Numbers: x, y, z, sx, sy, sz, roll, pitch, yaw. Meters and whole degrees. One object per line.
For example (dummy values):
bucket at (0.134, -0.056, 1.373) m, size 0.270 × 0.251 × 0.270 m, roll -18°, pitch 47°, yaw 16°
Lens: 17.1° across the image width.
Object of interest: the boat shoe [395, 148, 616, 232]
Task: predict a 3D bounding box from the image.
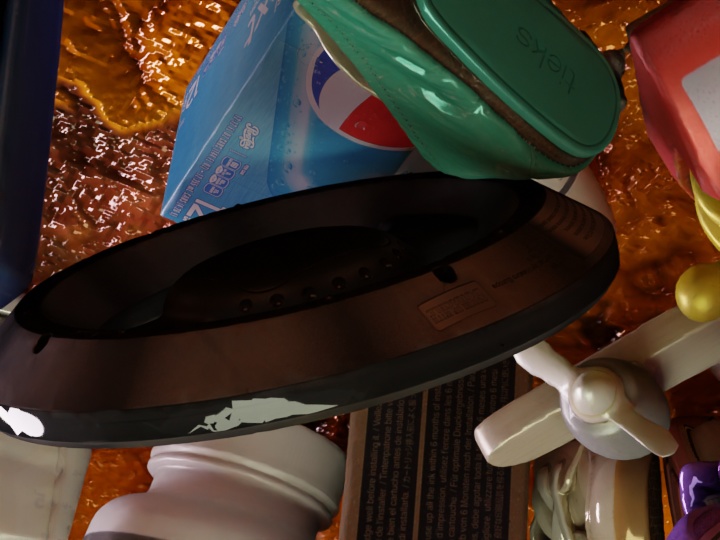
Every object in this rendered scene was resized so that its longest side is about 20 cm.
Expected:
boat shoe at (0.000, 0.000, 0.897) m, size 0.200 × 0.072 × 0.066 m, roll -24°, pitch 126°, yaw 20°

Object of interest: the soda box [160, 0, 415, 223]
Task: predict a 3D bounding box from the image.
soda box at (0.003, -0.087, 0.793) m, size 0.064 × 0.068 × 0.200 m, roll 22°, pitch 137°, yaw -15°

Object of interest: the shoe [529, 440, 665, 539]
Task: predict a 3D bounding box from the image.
shoe at (0.092, 0.103, 0.939) m, size 0.053 × 0.070 × 0.200 m, roll -6°, pitch 170°, yaw 4°

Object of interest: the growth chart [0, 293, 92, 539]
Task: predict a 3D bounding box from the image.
growth chart at (-0.176, 0.093, 0.952) m, size 0.145 × 0.200 × 0.018 m, roll 19°, pitch 171°, yaw -2°

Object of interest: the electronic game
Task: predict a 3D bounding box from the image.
electronic game at (-0.020, 0.011, 0.726) m, size 0.200 × 0.200 × 0.042 m, roll -9°, pitch 104°, yaw 18°

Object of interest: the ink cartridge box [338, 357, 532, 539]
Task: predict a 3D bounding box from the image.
ink cartridge box at (0.030, 0.135, 0.970) m, size 0.075 × 0.165 × 0.200 m, roll 4°, pitch 138°, yaw 4°

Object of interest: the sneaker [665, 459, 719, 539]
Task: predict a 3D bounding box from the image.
sneaker at (0.149, 0.076, 0.775) m, size 0.083 × 0.200 × 0.081 m, roll 19°, pitch 101°, yaw 21°

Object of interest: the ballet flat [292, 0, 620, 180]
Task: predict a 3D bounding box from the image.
ballet flat at (-0.006, -0.092, 0.692) m, size 0.070 × 0.067 × 0.200 m, roll -12°, pitch 133°, yaw 42°

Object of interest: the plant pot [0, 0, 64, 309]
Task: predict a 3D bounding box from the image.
plant pot at (-0.208, -0.060, 0.767) m, size 0.180 × 0.200 × 0.200 m, roll 30°, pitch 134°, yaw -34°

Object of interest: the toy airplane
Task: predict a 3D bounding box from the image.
toy airplane at (0.154, -0.001, 0.812) m, size 0.199 × 0.141 × 0.200 m, roll 3°, pitch 129°, yaw -25°

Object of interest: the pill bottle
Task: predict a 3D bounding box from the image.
pill bottle at (-0.071, 0.158, 0.973) m, size 0.111 × 0.200 × 0.111 m, roll 16°, pitch 161°, yaw 6°

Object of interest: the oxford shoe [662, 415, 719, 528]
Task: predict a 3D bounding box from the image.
oxford shoe at (0.155, 0.084, 0.904) m, size 0.075 × 0.200 × 0.070 m, roll -9°, pitch 98°, yaw 9°
